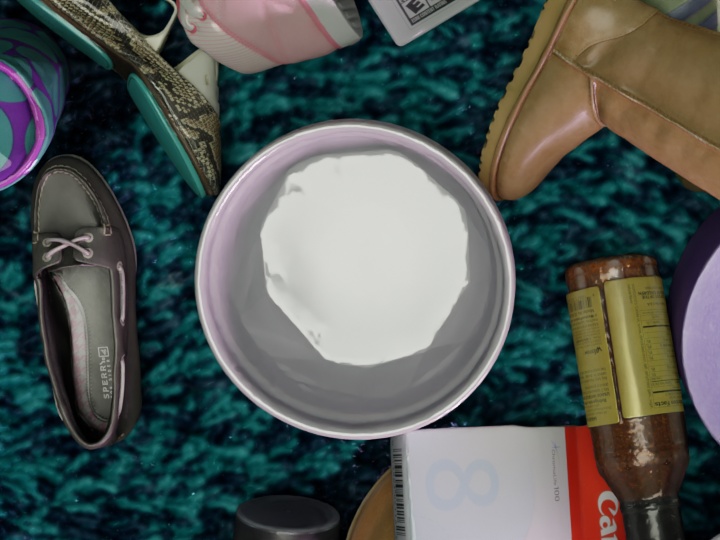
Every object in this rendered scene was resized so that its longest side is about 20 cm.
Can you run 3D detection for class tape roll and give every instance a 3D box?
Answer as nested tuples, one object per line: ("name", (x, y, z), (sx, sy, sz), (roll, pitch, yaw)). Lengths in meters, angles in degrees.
("tape roll", (0.300, 0.037, 1.000), (0.200, 0.085, 0.200), (1, 100, 4))

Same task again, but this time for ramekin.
("ramekin", (0.000, 0.000, 1.008), (0.200, 0.105, 0.200), (1, 100, 5))

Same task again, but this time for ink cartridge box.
("ink cartridge box", (0.122, 0.180, 1.012), (0.200, 0.047, 0.160), (-2, 82, -12))

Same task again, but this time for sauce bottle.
("sauce bottle", (0.175, 0.091, 1.006), (0.066, 0.066, 0.200), (-7, 83, 6))

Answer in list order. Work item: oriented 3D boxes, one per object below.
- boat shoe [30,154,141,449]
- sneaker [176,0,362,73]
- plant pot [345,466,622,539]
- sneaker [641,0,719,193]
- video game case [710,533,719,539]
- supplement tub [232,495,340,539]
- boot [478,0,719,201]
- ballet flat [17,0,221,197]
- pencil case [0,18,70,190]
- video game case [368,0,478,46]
("boat shoe", (-0.184, 0.023, 1.051), (0.067, 0.057, 0.200), (-7, 100, 6))
("sneaker", (-0.085, -0.196, 0.960), (0.105, 0.075, 0.200), (-19, 137, 17))
("plant pot", (0.081, 0.209, 1.042), (0.200, 0.027, 0.200), (3, 77, -13))
("sneaker", (0.195, -0.151, 0.987), (0.090, 0.067, 0.200), (9, 112, 20))
("video game case", (0.262, 0.210, 1.003), (0.182, 0.022, 0.200), (-38, 138, 10))
("supplement tub", (-0.055, 0.258, 1.060), (0.107, 0.107, 0.200), (5, 100, 4))
("boot", (0.182, -0.073, 0.949), (0.200, 0.066, 0.175), (32, 128, 18))
("ballet flat", (-0.140, -0.142, 1.019), (0.075, 0.068, 0.200), (-43, 93, -12))
("pencil case", (-0.229, -0.105, 0.959), (0.092, 0.200, 0.085), (-2, 104, -5))
("video game case", (0.065, -0.256, 0.954), (0.200, 0.023, 0.182), (-29, 127, 10))
